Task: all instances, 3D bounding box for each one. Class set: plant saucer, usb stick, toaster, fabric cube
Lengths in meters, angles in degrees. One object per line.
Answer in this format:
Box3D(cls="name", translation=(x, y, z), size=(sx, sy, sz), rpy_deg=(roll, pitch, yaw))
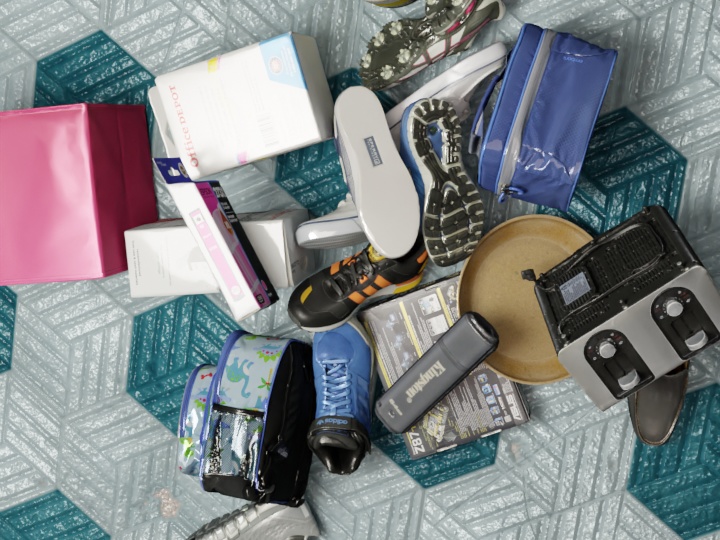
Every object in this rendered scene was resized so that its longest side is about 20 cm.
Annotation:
Box3D(cls="plant saucer", translation=(0.207, 0.034, 1.396), size=(0.198, 0.035, 0.202), rpy_deg=(0, 91, -9))
Box3D(cls="usb stick", translation=(0.088, 0.123, 1.381), size=(0.055, 0.033, 0.200), rpy_deg=(45, 123, 5))
Box3D(cls="toaster", translation=(0.294, 0.036, 1.284), size=(0.180, 0.200, 0.119), rpy_deg=(-33, 113, 13))
Box3D(cls="fabric cube", translation=(-0.373, -0.095, 1.422), size=(0.194, 0.200, 0.201), rpy_deg=(-5, 96, 12))

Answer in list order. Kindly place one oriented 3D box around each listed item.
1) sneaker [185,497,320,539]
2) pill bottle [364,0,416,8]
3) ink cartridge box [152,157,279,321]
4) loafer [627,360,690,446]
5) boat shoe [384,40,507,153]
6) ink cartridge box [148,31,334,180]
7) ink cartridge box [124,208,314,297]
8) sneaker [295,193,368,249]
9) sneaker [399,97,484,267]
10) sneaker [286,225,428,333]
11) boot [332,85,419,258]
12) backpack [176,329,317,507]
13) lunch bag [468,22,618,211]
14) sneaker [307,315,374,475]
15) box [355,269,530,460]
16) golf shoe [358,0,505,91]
Box3D(cls="sneaker", translation=(-0.140, 0.367, 1.517), size=(0.199, 0.075, 0.116), rpy_deg=(-30, 95, 12))
Box3D(cls="pill bottle", translation=(0.023, -0.357, 1.306), size=(0.113, 0.200, 0.115), rpy_deg=(1, 99, 10))
Box3D(cls="ink cartridge box", translation=(-0.159, -0.043, 1.296), size=(0.037, 0.095, 0.201), rpy_deg=(-30, 90, 11))
Box3D(cls="loafer", translation=(0.357, 0.117, 1.386), size=(0.072, 0.072, 0.202), rpy_deg=(4, 100, 10))
Box3D(cls="boat shoe", translation=(0.099, -0.197, 1.391), size=(0.199, 0.074, 0.066), rpy_deg=(-33, 96, 24))
Box3D(cls="ink cartridge box", translation=(-0.143, -0.193, 1.401), size=(0.198, 0.125, 0.130), rpy_deg=(-15, 96, 13))
Box3D(cls="ink cartridge box", translation=(-0.167, -0.023, 1.422), size=(0.198, 0.144, 0.085), rpy_deg=(-3, 98, 10))
Box3D(cls="sneaker", translation=(0.011, -0.077, 1.404), size=(0.198, 0.073, 0.071), rpy_deg=(-15, 80, -18))
Box3D(cls="sneaker", translation=(0.089, -0.103, 1.353), size=(0.078, 0.089, 0.202), rpy_deg=(-13, 105, -12))
Box3D(cls="sneaker", translation=(0.000, 0.000, 1.374), size=(0.070, 0.199, 0.090), rpy_deg=(52, 146, 23))
Box3D(cls="boot", translation=(0.016, -0.107, 1.346), size=(0.072, 0.090, 0.202), rpy_deg=(-12, 83, -9))
Box3D(cls="backpack", translation=(-0.136, 0.176, 1.425), size=(0.146, 0.183, 0.202), rpy_deg=(8, 80, 15))
Box3D(cls="lunch bag", translation=(0.198, -0.167, 1.320), size=(0.131, 0.136, 0.201), rpy_deg=(18, 77, 8))
Box3D(cls="sneaker", translation=(-0.024, 0.156, 1.409), size=(0.076, 0.112, 0.201), rpy_deg=(1, 122, 7))
Box3D(cls="box", translation=(0.103, 0.116, 1.445), size=(0.160, 0.049, 0.201), rpy_deg=(-21, 94, 11))
Box3D(cls="golf shoe", translation=(0.082, -0.266, 1.373), size=(0.199, 0.088, 0.078), rpy_deg=(-33, 56, 36))
